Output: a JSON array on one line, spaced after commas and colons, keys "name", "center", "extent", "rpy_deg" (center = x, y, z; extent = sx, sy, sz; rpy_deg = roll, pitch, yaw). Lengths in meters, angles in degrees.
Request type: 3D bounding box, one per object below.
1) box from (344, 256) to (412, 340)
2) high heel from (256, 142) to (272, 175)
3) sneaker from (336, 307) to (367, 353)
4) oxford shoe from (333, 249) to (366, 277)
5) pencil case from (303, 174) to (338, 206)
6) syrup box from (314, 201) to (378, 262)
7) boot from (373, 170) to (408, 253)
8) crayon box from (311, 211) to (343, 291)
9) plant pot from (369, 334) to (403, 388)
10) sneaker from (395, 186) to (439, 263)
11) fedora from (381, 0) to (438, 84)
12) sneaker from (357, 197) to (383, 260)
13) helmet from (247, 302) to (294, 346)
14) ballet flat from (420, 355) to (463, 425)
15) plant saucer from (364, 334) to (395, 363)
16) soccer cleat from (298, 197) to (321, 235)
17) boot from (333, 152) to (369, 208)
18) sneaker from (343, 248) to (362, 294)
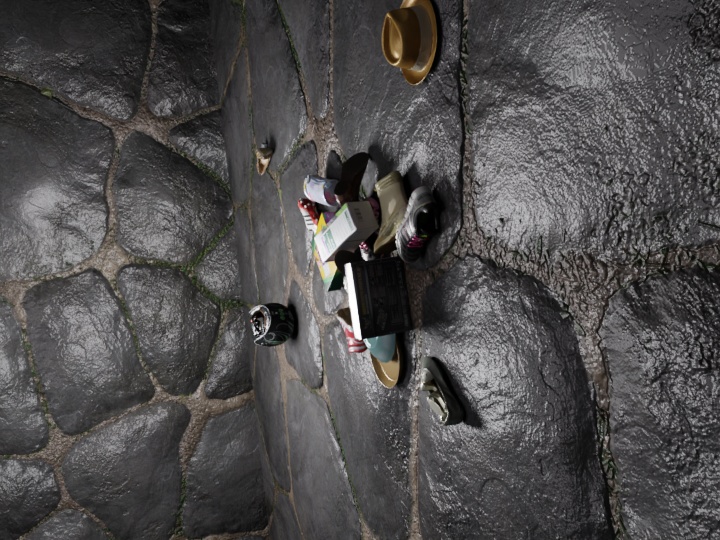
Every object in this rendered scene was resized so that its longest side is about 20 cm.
[{"name": "box", "center": [0.048, 0.072, 1.547], "extent": [0.048, 0.155, 0.205], "rpy_deg": [169, 92, -66]}, {"name": "high heel", "center": [-0.428, -0.471, 2.576], "extent": [0.201, 0.070, 0.145], "rpy_deg": [-109, 27, -64]}, {"name": "sneaker", "center": [-0.024, 0.194, 1.858], "extent": [0.200, 0.070, 0.115], "rpy_deg": [-133, 30, -70]}, {"name": "oxford shoe", "center": [0.000, 0.000, 1.608], "extent": [0.072, 0.198, 0.071], "rpy_deg": [-56, 29, 5]}, {"name": "pencil case", "center": [-0.121, -0.267, 1.924], "extent": [0.199, 0.082, 0.092], "rpy_deg": [30, 146, 60]}, {"name": "syrup box", "center": [-0.041, -0.101, 1.569], "extent": [0.200, 0.080, 0.080], "rpy_deg": [-40, 66, 49]}, {"name": "boot", "center": [0.073, -0.147, 1.525], "extent": [0.200, 0.071, 0.158], "rpy_deg": [-52, 50, 57]}, {"name": "crayon box", "center": [-0.099, -0.063, 1.966], "extent": [0.174, 0.057, 0.203], "rpy_deg": [113, 142, -50]}, {"name": "plant pot", "center": [0.076, 0.237, 1.693], "extent": [0.199, 0.027, 0.205], "rpy_deg": [173, 90, -66]}, {"name": "sneaker", "center": [0.139, -0.093, 1.388], "extent": [0.088, 0.072, 0.203], "rpy_deg": [-118, 35, -50]}, {"name": "fedora", "center": [0.101, -0.530, 1.331], "extent": [0.200, 0.080, 0.205], "rpy_deg": [173, 90, -66]}, {"name": "sneaker", "center": [0.008, -0.102, 1.648], "extent": [0.078, 0.094, 0.205], "rpy_deg": [-5, 94, 42]}, {"name": "helmet", "center": [-0.384, 0.238, 2.556], "extent": [0.197, 0.189, 0.205], "rpy_deg": [-9, 74, 34]}, {"name": "ballet flat", "center": [0.181, 0.289, 1.419], "extent": [0.201, 0.062, 0.068], "rpy_deg": [-120, 32, -42]}, {"name": "plant saucer", "center": [0.040, 0.167, 1.675], "extent": [0.200, 0.038, 0.206], "rpy_deg": [172, 90, -66]}, {"name": "soccer cleat", "center": [-0.178, -0.192, 2.104], "extent": [0.201, 0.067, 0.087], "rpy_deg": [51, 138, 43]}, {"name": "boot", "center": [-0.011, -0.216, 1.709], "extent": [0.063, 0.188, 0.201], "rpy_deg": [18, 151, 26]}, {"name": "sneaker", "center": [-0.005, -0.004, 1.749], "extent": [0.086, 0.076, 0.205], "rpy_deg": [-7, 91, 63]}]
